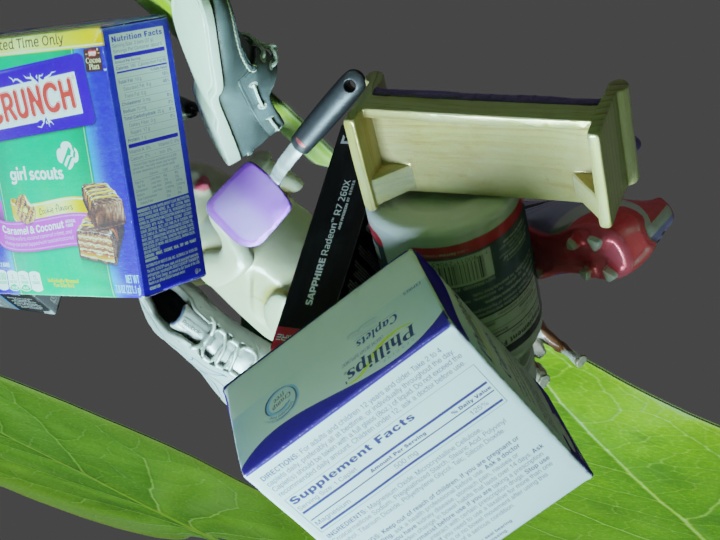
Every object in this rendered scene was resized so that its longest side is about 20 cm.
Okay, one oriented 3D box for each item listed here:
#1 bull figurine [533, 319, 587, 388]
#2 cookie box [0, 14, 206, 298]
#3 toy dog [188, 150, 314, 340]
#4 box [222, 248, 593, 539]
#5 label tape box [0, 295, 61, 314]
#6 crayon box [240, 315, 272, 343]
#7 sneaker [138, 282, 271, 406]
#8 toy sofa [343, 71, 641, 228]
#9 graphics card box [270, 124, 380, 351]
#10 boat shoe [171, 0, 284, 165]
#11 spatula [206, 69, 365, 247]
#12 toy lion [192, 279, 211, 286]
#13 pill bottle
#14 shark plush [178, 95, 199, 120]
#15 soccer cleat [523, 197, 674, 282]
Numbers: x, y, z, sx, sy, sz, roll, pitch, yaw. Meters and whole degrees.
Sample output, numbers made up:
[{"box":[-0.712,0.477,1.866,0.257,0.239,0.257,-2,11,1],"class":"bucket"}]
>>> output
[{"box":[0.127,0.042,1.358,0.121,0.065,0.200,42,-173,38],"class":"bull figurine"},{"box":[-0.217,-0.086,1.120,0.170,0.202,0.075,1,-166,36],"class":"cookie box"},{"box":[-0.100,-0.026,1.293,0.199,0.140,0.194,28,155,3],"class":"toy dog"},{"box":[0.034,0.118,1.067,0.183,0.105,0.200,-36,125,10],"class":"box"},{"box":[-0.438,-0.024,1.635,0.143,0.064,0.200,7,158,22],"class":"label tape box"},{"box":[0.000,0.060,1.403,0.199,0.051,0.127,-10,165,34],"class":"crayon box"},{"box":[-0.134,0.071,1.346,0.199,0.075,0.087,34,175,16],"class":"sneaker"},{"box":[0.097,-0.097,1.046,0.198,0.098,0.083,6,133,26],"class":"toy sofa"},{"box":[0.000,0.000,1.172,0.050,0.201,0.125,7,159,28],"class":"graphics card box"},{"box":[-0.093,-0.153,1.078,0.061,0.073,0.200,-26,153,-11],"class":"boat shoe"},{"box":[-0.053,-0.088,1.138,0.057,0.021,0.200,46,131,2],"class":"spatula"},{"box":[-0.078,0.010,1.473,0.198,0.069,0.192,8,166,20],"class":"toy lion"},{"box":[0.080,0.013,1.147,0.119,0.120,0.201,6,131,25],"class":"pill bottle"},{"box":[-0.215,-0.143,1.210,0.199,0.091,0.084,15,143,53],"class":"shark plush"},{"box":[0.163,-0.032,1.174,0.199,0.076,0.067,9,129,59],"class":"soccer cleat"}]
